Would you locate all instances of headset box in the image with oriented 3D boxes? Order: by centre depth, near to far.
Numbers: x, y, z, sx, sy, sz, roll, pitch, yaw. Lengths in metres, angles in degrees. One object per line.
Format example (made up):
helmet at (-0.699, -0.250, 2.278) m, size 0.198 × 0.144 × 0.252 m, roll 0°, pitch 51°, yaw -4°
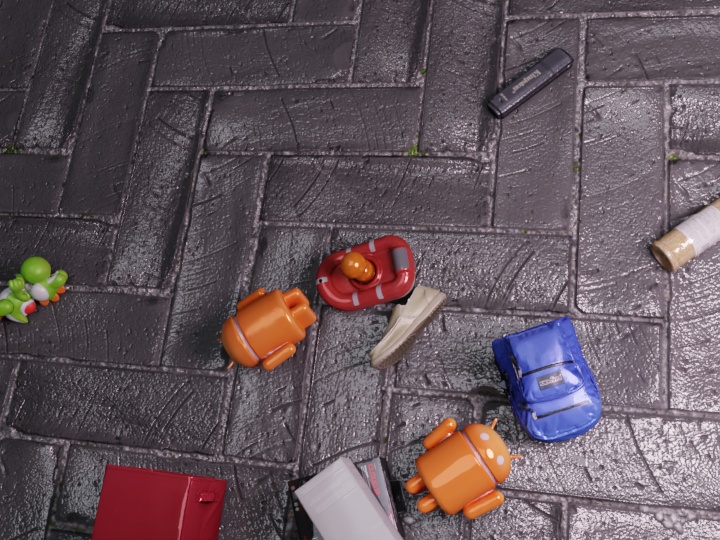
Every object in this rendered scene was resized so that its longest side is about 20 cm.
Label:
headset box at (-0.016, 0.431, 1.389) m, size 0.200 × 0.075 × 0.149 m, roll -17°, pitch 69°, yaw 7°

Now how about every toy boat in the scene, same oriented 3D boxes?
toy boat at (0.000, 0.000, 1.492) m, size 0.200 × 0.131 × 0.131 m, roll -18°, pitch 67°, yaw 21°

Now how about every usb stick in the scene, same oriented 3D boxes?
usb stick at (0.355, -0.391, 1.602) m, size 0.200 × 0.033 × 0.055 m, roll -37°, pitch 69°, yaw -1°

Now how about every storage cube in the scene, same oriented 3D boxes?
storage cube at (-0.371, 0.462, 1.412) m, size 0.200 × 0.171 × 0.180 m, roll 3°, pitch 74°, yaw 13°

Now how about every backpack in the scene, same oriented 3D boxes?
backpack at (0.325, 0.199, 1.342) m, size 0.162 × 0.168 × 0.200 m, roll -21°, pitch 72°, yaw 13°

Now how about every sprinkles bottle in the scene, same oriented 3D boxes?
sprinkles bottle at (0.636, -0.079, 1.412) m, size 0.200 × 0.068 × 0.068 m, roll -35°, pitch 68°, yaw 0°

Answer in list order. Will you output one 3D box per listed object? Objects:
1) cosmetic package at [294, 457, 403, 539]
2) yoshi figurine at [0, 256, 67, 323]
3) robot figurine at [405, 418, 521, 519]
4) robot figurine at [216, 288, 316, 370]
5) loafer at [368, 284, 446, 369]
cosmetic package at (-0.012, 0.430, 1.304) m, size 0.107 × 0.090 × 0.200 m, roll -35°, pitch 72°, yaw 0°
yoshi figurine at (-0.747, 0.036, 1.679) m, size 0.200 × 0.112 × 0.113 m, roll -28°, pitch 61°, yaw 0°
robot figurine at (0.176, 0.345, 1.344) m, size 0.200 × 0.117 × 0.144 m, roll -33°, pitch 30°, yaw 1°
robot figurine at (-0.189, 0.114, 1.516) m, size 0.200 × 0.117 × 0.144 m, roll -31°, pitch 95°, yaw 1°
loafer at (0.082, 0.107, 1.481) m, size 0.068 × 0.076 × 0.200 m, roll 39°, pitch 75°, yaw 23°
